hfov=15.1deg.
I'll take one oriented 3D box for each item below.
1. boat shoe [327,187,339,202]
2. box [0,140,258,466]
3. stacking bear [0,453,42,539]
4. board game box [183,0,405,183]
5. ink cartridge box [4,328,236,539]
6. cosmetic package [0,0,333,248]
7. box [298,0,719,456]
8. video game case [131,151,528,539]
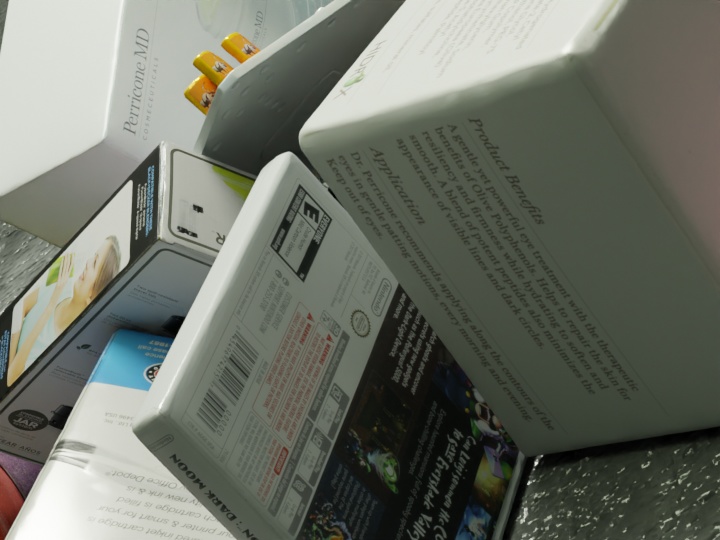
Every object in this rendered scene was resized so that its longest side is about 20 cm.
[{"bbox_3d":[0.000,0.000,1.359,0.072,0.068,0.200,-8,41,27],"label":"boat shoe"},{"bbox_3d":[-0.097,0.029,1.326,0.200,0.116,0.060,-43,36,43],"label":"box"},{"bbox_3d":[-0.169,0.085,1.511,0.200,0.114,0.122,-42,-23,-42],"label":"stacking bear"},{"bbox_3d":[-0.035,-0.084,1.364,0.200,0.026,0.200,-39,-15,-37],"label":"board game box"},{"bbox_3d":[-0.071,0.126,1.205,0.146,0.086,0.200,11,38,9],"label":"ink cartridge box"},{"bbox_3d":[-0.094,-0.100,1.543,0.123,0.200,0.200,-25,50,43],"label":"cosmetic package"},{"bbox_3d":[0.124,-0.059,1.216,0.171,0.199,0.200,-13,31,45],"label":"box"},{"bbox_3d":[-0.004,0.068,1.179,0.023,0.182,0.200,-32,20,32],"label":"video game case"}]
